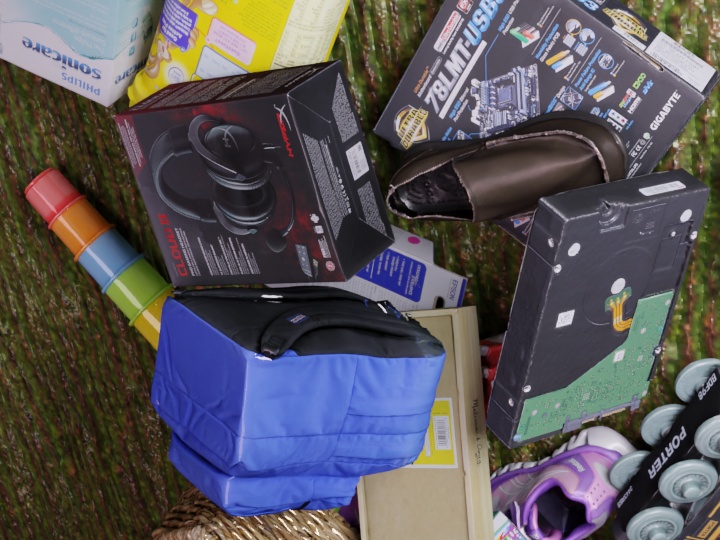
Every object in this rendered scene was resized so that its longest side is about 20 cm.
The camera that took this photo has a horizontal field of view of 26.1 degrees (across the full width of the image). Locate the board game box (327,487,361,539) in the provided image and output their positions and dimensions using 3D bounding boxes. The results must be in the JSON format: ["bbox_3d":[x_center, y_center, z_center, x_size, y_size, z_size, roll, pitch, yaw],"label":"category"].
[{"bbox_3d":[-0.041,0.196,1.375,0.119,0.032,0.201,-7,115,17],"label":"board game box"}]

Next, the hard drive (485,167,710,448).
[{"bbox_3d":[0.170,0.028,1.134,0.038,0.139,0.201,44,136,43],"label":"hard drive"}]

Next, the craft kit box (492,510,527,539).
[{"bbox_3d":[0.131,0.302,1.369,0.198,0.049,0.200,45,156,-6],"label":"craft kit box"}]

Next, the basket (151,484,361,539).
[{"bbox_3d":[-0.088,0.275,1.330,0.200,0.149,0.143,45,121,-10],"label":"basket"}]

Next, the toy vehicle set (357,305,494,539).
[{"bbox_3d":[0.047,0.133,1.278,0.124,0.026,0.202,-4,90,42],"label":"toy vehicle set"}]

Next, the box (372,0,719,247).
[{"bbox_3d":[0.133,-0.124,1.167,0.198,0.050,0.200,37,131,8],"label":"box"}]

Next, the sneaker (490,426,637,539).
[{"bbox_3d":[0.151,0.208,1.326,0.081,0.089,0.200,46,133,-4],"label":"sneaker"}]

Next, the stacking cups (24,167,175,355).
[{"bbox_3d":[-0.233,-0.012,1.447,0.200,0.060,0.060,48,130,-1],"label":"stacking cups"}]

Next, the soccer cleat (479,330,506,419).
[{"bbox_3d":[0.144,0.069,1.261,0.200,0.085,0.069,-47,46,48],"label":"soccer cleat"}]

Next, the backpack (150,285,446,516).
[{"bbox_3d":[-0.046,0.096,1.210,0.162,0.199,0.169,35,120,49],"label":"backpack"}]

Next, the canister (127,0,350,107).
[{"bbox_3d":[-0.093,-0.186,1.243,0.148,0.087,0.201,33,128,11],"label":"canister"}]

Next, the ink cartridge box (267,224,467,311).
[{"bbox_3d":[0.000,0.000,1.329,0.199,0.037,0.095,25,128,19],"label":"ink cartridge box"}]

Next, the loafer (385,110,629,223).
[{"bbox_3d":[0.103,-0.062,1.145,0.199,0.071,0.073,-10,113,36],"label":"loafer"}]

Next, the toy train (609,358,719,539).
[{"bbox_3d":[0.276,0.150,1.213,0.113,0.086,0.201,14,127,-20],"label":"toy train"}]

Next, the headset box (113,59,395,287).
[{"bbox_3d":[-0.089,-0.070,1.192,0.199,0.077,0.150,-2,114,37],"label":"headset box"}]

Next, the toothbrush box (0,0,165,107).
[{"bbox_3d":[-0.237,-0.259,1.285,0.146,0.085,0.201,24,126,16],"label":"toothbrush box"}]
